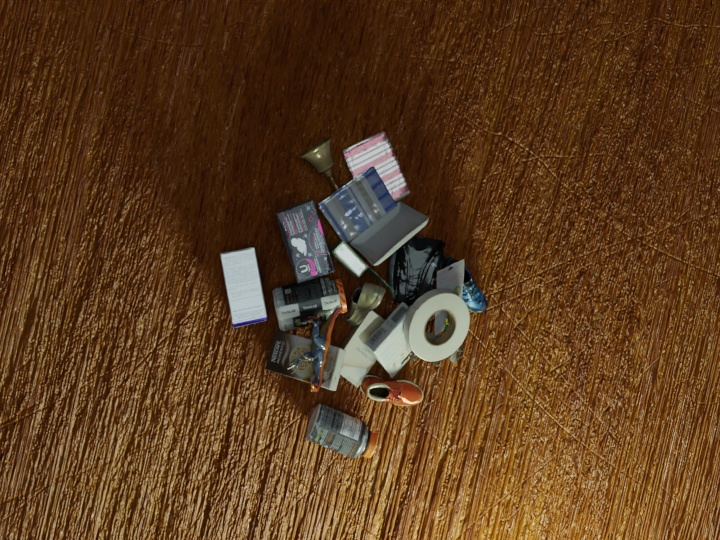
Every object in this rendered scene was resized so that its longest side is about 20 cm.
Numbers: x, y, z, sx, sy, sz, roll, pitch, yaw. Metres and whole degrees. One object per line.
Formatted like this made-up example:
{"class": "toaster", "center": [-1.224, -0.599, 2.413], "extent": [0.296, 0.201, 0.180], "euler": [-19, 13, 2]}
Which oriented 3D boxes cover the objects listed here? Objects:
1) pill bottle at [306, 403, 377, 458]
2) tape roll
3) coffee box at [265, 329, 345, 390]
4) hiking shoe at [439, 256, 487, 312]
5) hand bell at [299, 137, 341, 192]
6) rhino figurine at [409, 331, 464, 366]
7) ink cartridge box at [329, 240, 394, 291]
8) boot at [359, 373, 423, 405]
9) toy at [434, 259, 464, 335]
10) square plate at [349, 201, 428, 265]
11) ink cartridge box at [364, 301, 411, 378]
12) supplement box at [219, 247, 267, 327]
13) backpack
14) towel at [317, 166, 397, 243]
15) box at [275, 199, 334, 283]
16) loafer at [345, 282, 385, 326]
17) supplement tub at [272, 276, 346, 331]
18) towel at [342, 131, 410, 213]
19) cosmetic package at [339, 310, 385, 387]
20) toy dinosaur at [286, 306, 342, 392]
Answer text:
{"class": "pill bottle", "center": [-0.050, 0.469, 1.656], "extent": [0.196, 0.106, 0.108], "euler": [25, 89, -8]}
{"class": "tape roll", "center": [0.212, 0.151, 1.598], "extent": [0.198, 0.037, 0.208], "euler": [-9, 112, -22]}
{"class": "coffee box", "center": [-0.152, 0.250, 1.606], "extent": [0.195, 0.080, 0.117], "euler": [13, 80, 15]}
{"class": "hiking shoe", "center": [0.308, 0.049, 1.702], "extent": [0.074, 0.087, 0.201], "euler": [-42, 97, -4]}
{"class": "hand bell", "center": [-0.083, -0.263, 1.650], "extent": [0.103, 0.104, 0.203], "euler": [-31, 109, -6]}
{"class": "rhino figurine", "center": [0.234, 0.232, 1.694], "extent": [0.196, 0.060, 0.089], "euler": [17, 108, -31]}
{"class": "ink cartridge box", "center": [0.000, 0.000, 1.627], "extent": [0.048, 0.145, 0.200], "euler": [-44, 97, -4]}
{"class": "boot", "center": [0.097, 0.358, 1.675], "extent": [0.195, 0.107, 0.077], "euler": [12, 89, -10]}
{"class": "toy", "center": [0.242, 0.072, 1.650], "extent": [0.114, 0.047, 0.205], "euler": [-23, 120, -36]}
{"class": "square plate", "center": [0.080, -0.102, 1.618], "extent": [0.199, 0.198, 0.029], "euler": [-39, 118, -4]}
{"class": "ink cartridge box", "center": [0.104, 0.202, 1.650], "extent": [0.047, 0.201, 0.160], "euler": [36, 76, 33]}
{"class": "supplement box", "center": [-0.323, 0.043, 1.605], "extent": [0.101, 0.101, 0.206], "euler": [-11, 94, -8]}
{"class": "backpack", "center": [0.153, 0.005, 1.660], "extent": [0.162, 0.127, 0.206], "euler": [8, 92, 4]}
{"class": "towel", "center": [-0.007, -0.185, 1.651], "extent": [0.198, 0.024, 0.148], "euler": [-35, 113, 2]}
{"class": "box", "center": [-0.154, -0.080, 1.610], "extent": [0.112, 0.132, 0.205], "euler": [-17, 94, -3]}
{"class": "loafer", "center": [0.002, 0.088, 1.618], "extent": [0.068, 0.200, 0.076], "euler": [35, 50, -6]}
{"class": "supplement tub", "center": [-0.142, 0.090, 1.622], "extent": [0.195, 0.122, 0.126], "euler": [-12, 94, -7]}
{"class": "towel", "center": [0.046, -0.284, 1.685], "extent": [0.144, 0.030, 0.204], "euler": [-25, 98, -6]}
{"class": "cosmetic package", "center": [0.006, 0.220, 1.673], "extent": [0.102, 0.073, 0.202], "euler": [34, 86, -8]}
{"class": "toy dinosaur", "center": [-0.107, 0.216, 1.521], "extent": [0.195, 0.105, 0.186], "euler": [-20, 90, -6]}
